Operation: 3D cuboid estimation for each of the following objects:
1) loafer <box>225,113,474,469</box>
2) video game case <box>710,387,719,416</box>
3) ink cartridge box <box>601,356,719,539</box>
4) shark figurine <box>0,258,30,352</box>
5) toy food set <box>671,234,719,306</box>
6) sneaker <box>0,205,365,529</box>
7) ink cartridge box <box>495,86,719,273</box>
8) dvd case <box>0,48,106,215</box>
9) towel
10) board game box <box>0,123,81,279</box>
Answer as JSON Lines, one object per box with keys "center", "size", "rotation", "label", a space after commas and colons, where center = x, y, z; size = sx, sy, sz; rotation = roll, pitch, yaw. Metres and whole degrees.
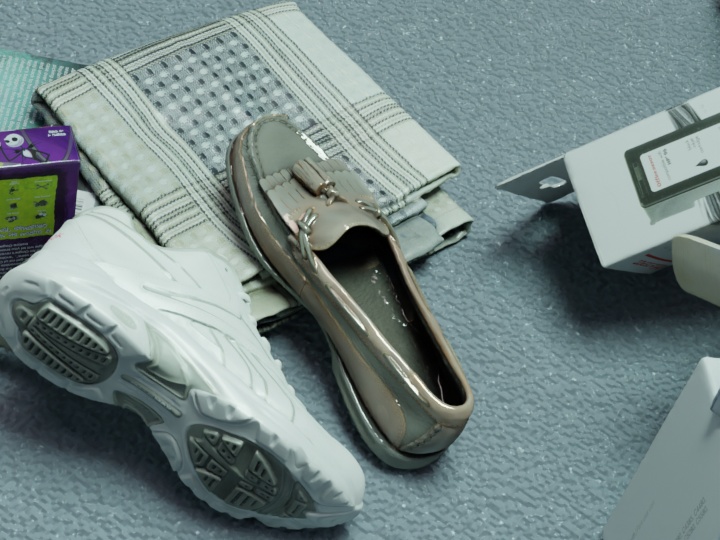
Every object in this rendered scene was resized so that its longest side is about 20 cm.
{"center": [0.000, 0.000, 0.787], "size": [0.072, 0.063, 0.201], "rotation": [-20, 75, -33], "label": "loafer"}
{"center": [0.243, 0.032, 0.565], "size": [0.181, 0.201, 0.045], "rotation": [33, 52, 16], "label": "video game case"}
{"center": [0.211, 0.162, 0.678], "size": [0.145, 0.147, 0.201], "rotation": [3, 48, -12], "label": "ink cartridge box"}
{"center": [-0.239, 0.059, 0.719], "size": [0.213, 0.128, 0.090], "rotation": [-3, 74, -39], "label": "shark figurine"}
{"center": [0.263, -0.005, 0.741], "size": [0.199, 0.061, 0.143], "rotation": [-11, 26, -39], "label": "toy food set"}
{"center": [-0.068, 0.039, 0.731], "size": [0.200, 0.078, 0.100], "rotation": [41, 45, -14], "label": "sneaker"}
{"center": [0.186, -0.050, 0.840], "size": [0.116, 0.199, 0.068], "rotation": [5, 64, -67], "label": "ink cartridge box"}
{"center": [-0.235, -0.073, 0.853], "size": [0.198, 0.022, 0.147], "rotation": [9, 48, -6], "label": "dvd case"}
{"center": [-0.054, -0.065, 0.868], "size": [0.192, 0.035, 0.200], "rotation": [-25, 64, -36], "label": "towel"}
{"center": [-0.235, -0.012, 0.734], "size": [0.198, 0.121, 0.032], "rotation": [-7, 51, -21], "label": "board game box"}
